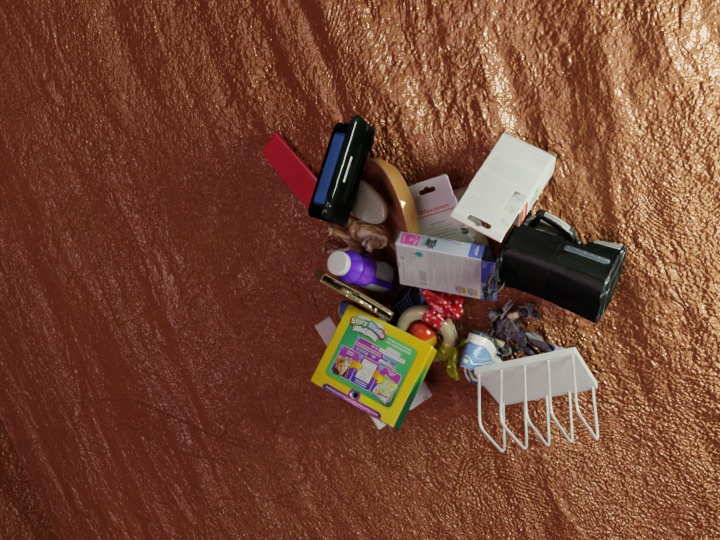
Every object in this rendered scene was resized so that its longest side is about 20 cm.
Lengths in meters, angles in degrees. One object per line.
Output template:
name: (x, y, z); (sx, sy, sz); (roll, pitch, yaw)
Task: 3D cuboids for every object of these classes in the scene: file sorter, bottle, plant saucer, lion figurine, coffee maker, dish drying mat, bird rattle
file sorter: (0.324, 0.246, 1.501); (0.197, 0.127, 0.139); (-15, 139, 27)
bottle: (0.000, 0.000, 1.668); (0.082, 0.199, 0.067); (9, 86, 30)
plant saucer: (0.065, -0.130, 1.611); (0.201, 0.037, 0.202); (90, 155, -59)
lion figurine: (-0.011, -0.067, 1.713); (0.120, 0.200, 0.074); (16, 79, -6)
coffee maker: (0.348, 0.010, 1.444); (0.197, 0.135, 0.195); (23, 78, 24)
dish drying mat: (-0.136, -0.208, 1.786); (0.201, 0.018, 0.077); (49, 130, 5)
bird rattle: (0.145, 0.125, 1.638); (0.160, 0.114, 0.202); (-9, 125, 28)

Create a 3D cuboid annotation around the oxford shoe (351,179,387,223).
oxford shoe: (-0.002, -0.154, 1.659); (0.199, 0.057, 0.077); (34, 119, 46)

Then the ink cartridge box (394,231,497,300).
ink cartridge box: (0.166, -0.007, 1.536); (0.196, 0.042, 0.121); (13, 143, 18)

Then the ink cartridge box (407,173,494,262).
ink cartridge box: (0.172, -0.088, 1.594); (0.114, 0.068, 0.204); (-14, 102, 37)

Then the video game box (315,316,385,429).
video game box: (-0.014, 0.222, 1.769); (0.201, 0.046, 0.183); (53, 174, 37)

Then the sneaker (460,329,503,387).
sneaker: (0.243, 0.198, 1.623); (0.075, 0.078, 0.201); (17, 155, 39)

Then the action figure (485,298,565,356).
action figure: (0.324, 0.137, 1.593); (0.199, 0.069, 0.131); (40, 134, 18)

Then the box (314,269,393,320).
box: (-0.018, 0.047, 1.688); (0.161, 0.200, 0.022); (30, 90, -7)

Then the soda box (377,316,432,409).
soda box: (0.076, 0.197, 1.732); (0.063, 0.068, 0.201); (-33, 117, 3)

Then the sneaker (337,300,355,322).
sneaker: (0.024, 0.146, 1.805); (0.087, 0.075, 0.202); (-22, 106, 31)

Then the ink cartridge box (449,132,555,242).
ink cartridge box: (0.251, -0.137, 1.440); (0.108, 0.202, 0.051); (28, 160, 20)

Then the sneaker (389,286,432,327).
sneaker: (0.105, 0.062, 1.705); (0.077, 0.070, 0.203); (22, 123, 16)

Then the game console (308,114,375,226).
game console: (-0.056, -0.201, 1.600); (0.114, 0.176, 0.204); (17, 91, 17)

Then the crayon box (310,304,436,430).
crayon box: (0.026, 0.189, 1.614); (0.197, 0.058, 0.175); (25, 80, 21)
